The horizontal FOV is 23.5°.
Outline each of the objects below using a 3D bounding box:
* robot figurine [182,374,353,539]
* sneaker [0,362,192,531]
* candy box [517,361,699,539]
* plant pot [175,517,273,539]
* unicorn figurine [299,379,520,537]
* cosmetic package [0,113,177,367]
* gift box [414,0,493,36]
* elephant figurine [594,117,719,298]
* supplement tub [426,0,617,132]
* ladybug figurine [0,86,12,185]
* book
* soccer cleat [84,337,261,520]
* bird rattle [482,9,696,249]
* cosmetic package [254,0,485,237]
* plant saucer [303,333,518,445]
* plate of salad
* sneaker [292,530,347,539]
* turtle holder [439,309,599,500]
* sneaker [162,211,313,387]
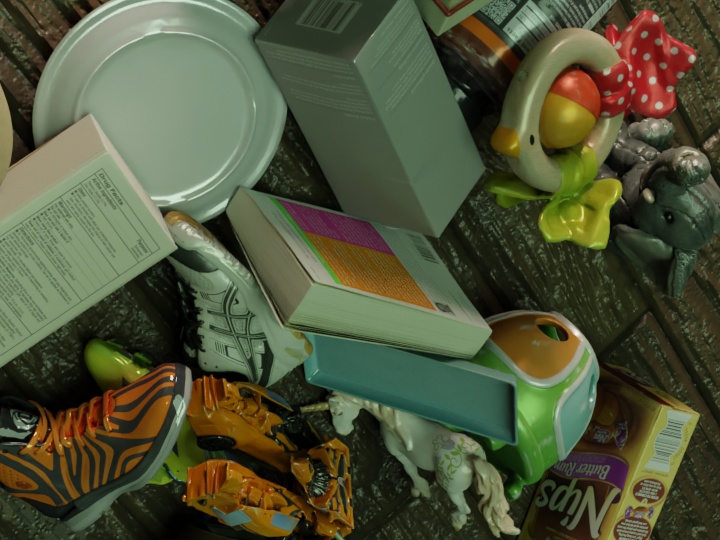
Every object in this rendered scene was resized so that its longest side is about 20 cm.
[{"bbox_3d":[-0.069,0.162,1.389,0.058,0.146,0.200,-20,150,28],"label":"robot figurine"},{"bbox_3d":[-0.217,0.124,1.321,0.112,0.078,0.200,29,126,-24],"label":"sneaker"},{"bbox_3d":[0.227,0.199,1.612,0.056,0.117,0.202,13,101,-32],"label":"candy box"},{"bbox_3d":[-0.120,0.314,1.443,0.186,0.186,0.202,11,90,-31],"label":"plant pot"},{"bbox_3d":[0.049,0.155,1.500,0.074,0.199,0.138,-59,143,-29],"label":"unicorn figurine"},{"bbox_3d":[-0.248,-0.012,1.273,0.199,0.073,0.104,-33,123,-2],"label":"cosmetic package"},{"bbox_3d":[0.080,-0.317,1.284,0.184,0.187,0.201,-29,76,-23],"label":"gift box"},{"bbox_3d":[0.264,-0.050,1.490,0.154,0.200,0.143,5,106,-30],"label":"elephant figurine"},{"bbox_3d":[0.125,-0.204,1.412,0.200,0.107,0.107,-47,123,-5],"label":"supplement tub"},{"bbox_3d":[-0.330,-0.123,1.208,0.136,0.072,0.200,-43,123,-9],"label":"ladybug figurine"},{"bbox_3d":[0.000,0.000,1.385,0.199,0.134,0.048,13,122,-40],"label":"book"},{"bbox_3d":[-0.161,0.132,1.404,0.084,0.065,0.200,-45,123,-2],"label":"soccer cleat"},{"bbox_3d":[0.178,-0.123,1.373,0.163,0.112,0.201,29,95,-49],"label":"bird rattle"},{"bbox_3d":[0.011,-0.127,1.346,0.090,0.106,0.201,-56,141,-23],"label":"cosmetic package"},{"bbox_3d":[0.041,0.089,1.434,0.019,0.198,0.070,-53,148,-43],"label":"plant saucer"},{"bbox_3d":[-0.153,-0.123,1.322,0.198,0.048,0.202,-9,120,-16],"label":"plate of salad"},{"bbox_3d":[-0.021,0.279,1.528,0.070,0.075,0.201,-41,122,-10],"label":"sneaker"},{"bbox_3d":[0.147,0.119,1.524,0.131,0.141,0.186,-37,121,-13],"label":"turtle holder"},{"bbox_3d":[-0.114,0.037,1.375,0.088,0.076,0.200,-41,133,-3],"label":"sneaker"}]
